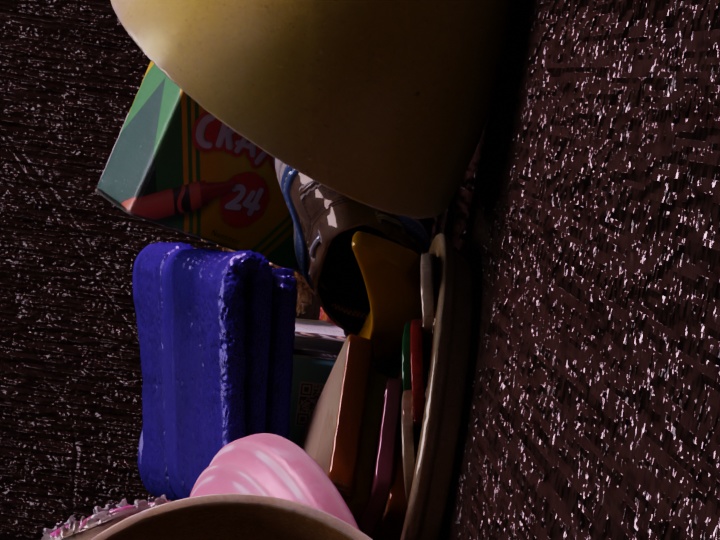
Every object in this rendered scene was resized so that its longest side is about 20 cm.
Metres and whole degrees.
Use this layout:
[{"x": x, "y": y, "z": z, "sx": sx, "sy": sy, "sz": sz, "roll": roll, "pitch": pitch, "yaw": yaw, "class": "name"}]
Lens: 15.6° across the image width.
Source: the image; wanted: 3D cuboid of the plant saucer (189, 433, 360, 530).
[{"x": -0.044, "y": 0.182, "z": 1.270, "sx": 0.200, "sy": 0.051, "sz": 0.202, "roll": 38, "pitch": 135, "yaw": 52, "class": "plant saucer"}]

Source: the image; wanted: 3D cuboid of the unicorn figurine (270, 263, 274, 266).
[{"x": 0.027, "y": -0.098, "z": 1.527, "sx": 0.138, "sy": 0.074, "sz": 0.200, "roll": 106, "pitch": -170, "yaw": -55, "class": "unicorn figurine"}]

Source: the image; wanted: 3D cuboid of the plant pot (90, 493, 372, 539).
[{"x": -0.045, "y": 0.216, "z": 1.093, "sx": 0.200, "sy": 0.185, "sz": 0.187, "roll": 78, "pitch": -162, "yaw": -63, "class": "plant pot"}]

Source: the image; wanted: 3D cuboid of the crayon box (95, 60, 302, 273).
[{"x": -0.047, "y": -0.110, "z": 1.434, "sx": 0.051, "sy": 0.127, "sz": 0.201, "roll": 32, "pitch": 102, "yaw": 54, "class": "crayon box"}]

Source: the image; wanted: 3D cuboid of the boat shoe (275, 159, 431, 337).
[{"x": 0.000, "y": 0.000, "z": 1.403, "sx": 0.200, "sy": 0.072, "sz": 0.073, "roll": 59, "pitch": -167, "yaw": -58, "class": "boat shoe"}]

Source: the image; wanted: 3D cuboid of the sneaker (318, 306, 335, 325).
[{"x": 0.004, "y": 0.036, "z": 1.645, "sx": 0.077, "sy": 0.073, "sz": 0.201, "roll": 44, "pitch": -130, "yaw": -61, "class": "sneaker"}]

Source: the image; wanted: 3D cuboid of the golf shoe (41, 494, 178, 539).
[{"x": -0.102, "y": 0.175, "z": 1.384, "sx": 0.200, "sy": 0.072, "sz": 0.093, "roll": 38, "pitch": -147, "yaw": -64, "class": "golf shoe"}]

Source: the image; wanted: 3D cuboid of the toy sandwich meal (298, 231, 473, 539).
[{"x": 0.006, "y": 0.075, "z": 1.305, "sx": 0.205, "sy": 0.070, "sz": 0.206, "roll": -171, "pitch": 90, "yaw": -87, "class": "toy sandwich meal"}]

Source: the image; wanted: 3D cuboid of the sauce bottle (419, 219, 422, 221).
[{"x": 0.015, "y": -0.069, "z": 1.607, "sx": 0.065, "sy": 0.064, "sz": 0.201, "roll": 107, "pitch": 172, "yaw": -67, "class": "sauce bottle"}]

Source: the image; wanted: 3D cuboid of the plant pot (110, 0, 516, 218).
[{"x": -0.001, "y": -0.142, "z": 1.277, "sx": 0.142, "sy": 0.199, "sz": 0.200, "roll": -54, "pitch": 12, "yaw": 18, "class": "plant pot"}]

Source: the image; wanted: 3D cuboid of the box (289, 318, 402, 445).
[{"x": -0.032, "y": 0.061, "z": 1.500, "sx": 0.200, "sy": 0.082, "sz": 0.049, "roll": -159, "pitch": 76, "yaw": -72, "class": "box"}]

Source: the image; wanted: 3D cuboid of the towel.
[{"x": -0.079, "y": 0.059, "z": 1.449, "sx": 0.200, "sy": 0.049, "sz": 0.149, "roll": -175, "pitch": 83, "yaw": -71, "class": "towel"}]

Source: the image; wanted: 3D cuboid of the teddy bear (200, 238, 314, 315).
[{"x": -0.072, "y": -0.055, "z": 1.631, "sx": 0.200, "sy": 0.066, "sz": 0.146, "roll": -148, "pitch": 44, "yaw": -67, "class": "teddy bear"}]
